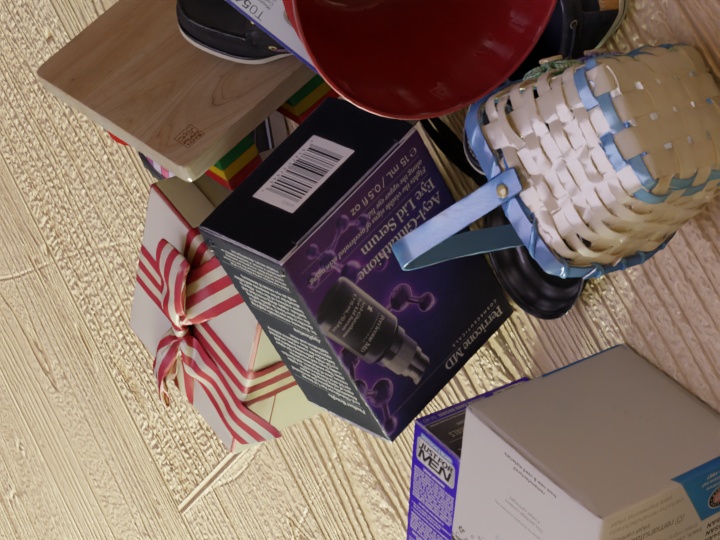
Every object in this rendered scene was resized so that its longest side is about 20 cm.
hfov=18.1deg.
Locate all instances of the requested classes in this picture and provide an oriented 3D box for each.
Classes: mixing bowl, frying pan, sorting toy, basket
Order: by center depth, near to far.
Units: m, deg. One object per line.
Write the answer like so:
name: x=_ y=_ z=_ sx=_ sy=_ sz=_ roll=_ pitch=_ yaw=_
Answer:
mixing bowl: x=0.021 y=-0.205 z=1.437 sx=0.108 sy=0.200 sz=0.201 roll=33 pitch=133 yaw=54
basket: x=0.136 y=-0.060 z=1.451 sx=0.200 sy=0.176 sz=0.139 roll=-38 pitch=75 yaw=36
frying pan: x=0.106 y=-0.037 z=1.638 sx=0.190 sy=0.031 sz=0.115 roll=35 pitch=132 yaw=47
sorting toy: x=-0.115 y=-0.158 z=1.768 sx=0.199 sy=0.200 sz=0.070 roll=33 pitch=158 yaw=40

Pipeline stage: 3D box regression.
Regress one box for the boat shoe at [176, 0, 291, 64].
boat shoe: x=-0.048 y=-0.192 z=1.676 sx=0.201 sy=0.074 sz=0.063 roll=10 pitch=159 yaw=21

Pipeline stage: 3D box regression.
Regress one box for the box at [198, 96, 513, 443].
box: x=0.000 y=0.000 z=1.649 sx=0.104 sy=0.148 sz=0.200 roll=23 pitch=153 yaw=47

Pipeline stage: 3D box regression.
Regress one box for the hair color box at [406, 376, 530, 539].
hair color box: x=0.094 y=0.190 z=1.711 sx=0.065 sy=0.109 sz=0.201 roll=40 pitch=137 yaw=41

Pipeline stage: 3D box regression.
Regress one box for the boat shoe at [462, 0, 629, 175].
boat shoe: x=0.112 y=-0.136 z=1.533 sx=0.075 sy=0.062 sz=0.200 roll=56 pitch=141 yaw=19

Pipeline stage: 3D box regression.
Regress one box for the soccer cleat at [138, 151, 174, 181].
soccer cleat: x=-0.169 y=-0.142 z=1.973 sx=0.200 sy=0.068 sz=0.073 roll=54 pitch=141 yaw=28

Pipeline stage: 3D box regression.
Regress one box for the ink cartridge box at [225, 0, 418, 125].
ink cartridge box: x=0.010 y=-0.217 z=1.568 sx=0.196 sy=0.043 sz=0.200 roll=38 pitch=135 yaw=-5

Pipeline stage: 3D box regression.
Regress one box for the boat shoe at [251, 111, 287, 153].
boat shoe: x=-0.111 y=-0.140 z=1.879 sx=0.072 sy=0.068 sz=0.201 roll=8 pitch=113 yaw=55

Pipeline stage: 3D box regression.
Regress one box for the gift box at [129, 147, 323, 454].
gift box: x=-0.071 y=0.023 z=1.797 sx=0.200 sy=0.186 sz=0.185 roll=45 pitch=141 yaw=36

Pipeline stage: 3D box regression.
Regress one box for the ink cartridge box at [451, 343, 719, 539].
ink cartridge box: x=0.162 y=0.187 z=1.569 sx=0.145 sy=0.147 sz=0.201 roll=38 pitch=137 yaw=40
